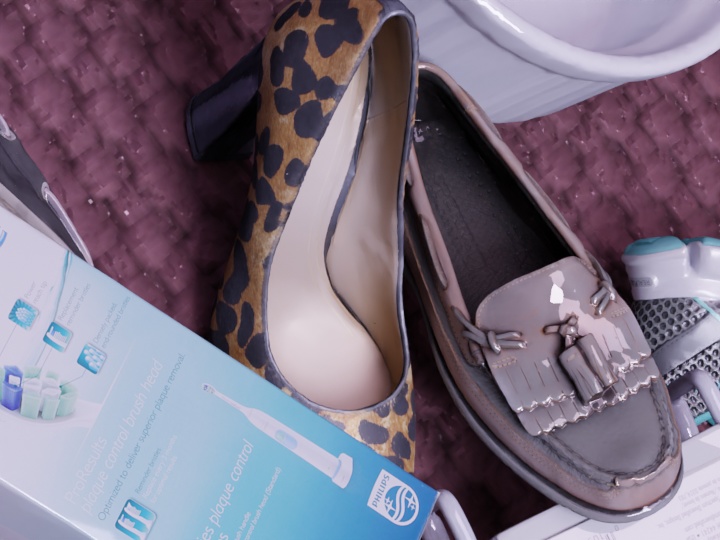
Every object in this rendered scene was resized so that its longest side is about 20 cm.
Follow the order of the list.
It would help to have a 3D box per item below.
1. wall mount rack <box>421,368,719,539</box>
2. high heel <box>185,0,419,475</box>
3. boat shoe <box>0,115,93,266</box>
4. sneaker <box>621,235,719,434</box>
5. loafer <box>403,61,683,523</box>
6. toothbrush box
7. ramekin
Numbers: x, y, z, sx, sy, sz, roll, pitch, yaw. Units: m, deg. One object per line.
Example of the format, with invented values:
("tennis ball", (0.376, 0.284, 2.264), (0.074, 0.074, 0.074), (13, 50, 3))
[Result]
("wall mount rack", (0.113, 0.140, 1.061), (0.199, 0.075, 0.175), (-24, 82, -14))
("high heel", (0.000, 0.000, 1.018), (0.071, 0.142, 0.201), (-14, 80, -32))
("boat shoe", (-0.160, -0.043, 1.004), (0.067, 0.057, 0.200), (-36, 89, -1))
("sneaker", (0.189, 0.051, 1.162), (0.199, 0.078, 0.092), (16, 82, -19))
("loafer", (0.056, 0.005, 1.051), (0.072, 0.063, 0.200), (-23, 56, -15))
("toothbrush box", (-0.099, 0.074, 0.935), (0.200, 0.146, 0.086), (35, 59, -15))
("ramekin", (0.062, -0.157, 1.129), (0.200, 0.098, 0.202), (13, 66, -30))
